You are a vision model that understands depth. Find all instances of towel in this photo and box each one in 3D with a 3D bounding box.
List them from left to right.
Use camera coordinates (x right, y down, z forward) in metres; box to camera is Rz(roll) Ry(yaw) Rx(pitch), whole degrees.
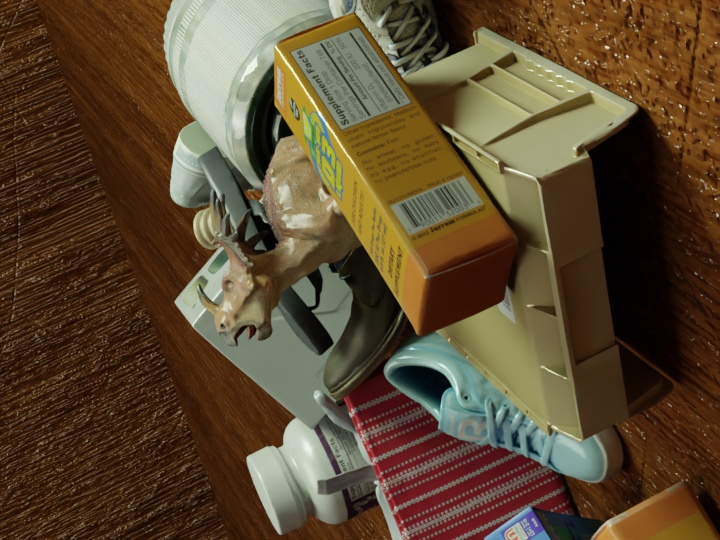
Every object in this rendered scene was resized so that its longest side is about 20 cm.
[{"bbox_3d":[0.082,0.154,1.135,0.022,0.144,0.202,178,69,-80],"label":"towel"}]

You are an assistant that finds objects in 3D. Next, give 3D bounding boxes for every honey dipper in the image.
[{"bbox_3d":[-0.064,-0.060,1.195,0.199,0.038,0.038,-17,99,36],"label":"honey dipper"}]

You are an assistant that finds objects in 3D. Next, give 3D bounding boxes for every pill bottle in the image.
[{"bbox_3d":[-0.006,0.180,1.355,0.113,0.198,0.113,61,167,25],"label":"pill bottle"}]

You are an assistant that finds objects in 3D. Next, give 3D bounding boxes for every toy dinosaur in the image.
[{"bbox_3d":[-0.040,-0.051,0.958,0.201,0.134,0.086,-76,-25,-45],"label":"toy dinosaur"}]

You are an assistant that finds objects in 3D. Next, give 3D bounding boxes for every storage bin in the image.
[{"bbox_3d":[0.107,-0.024,0.888,0.198,0.093,0.202,42,151,55],"label":"storage bin"}]

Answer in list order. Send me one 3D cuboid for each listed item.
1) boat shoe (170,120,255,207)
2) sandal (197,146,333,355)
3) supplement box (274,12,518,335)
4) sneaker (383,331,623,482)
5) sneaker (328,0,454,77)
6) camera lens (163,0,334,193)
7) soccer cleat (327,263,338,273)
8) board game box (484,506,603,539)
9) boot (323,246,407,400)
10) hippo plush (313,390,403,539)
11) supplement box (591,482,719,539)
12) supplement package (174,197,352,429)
[{"bbox_3d":[-0.108,-0.107,1.251,0.070,0.200,0.072,35,122,16],"label":"boat shoe"},{"bbox_3d":[-0.069,-0.024,1.068,0.201,0.043,0.076,59,178,28],"label":"sandal"},{"bbox_3d":[0.016,-0.062,0.840,0.201,0.068,0.067,60,161,30],"label":"supplement box"},{"bbox_3d":[0.101,0.112,1.044,0.199,0.082,0.074,29,135,33],"label":"sneaker"},{"bbox_3d":[0.040,-0.153,0.982,0.085,0.077,0.201,46,165,41],"label":"sneaker"},{"bbox_3d":[-0.060,-0.159,1.120,0.200,0.159,0.161,47,156,49],"label":"camera lens"},{"bbox_3d":[-0.008,-0.045,1.193,0.200,0.081,0.068,50,162,46],"label":"soccer cleat"},{"bbox_3d":[0.173,0.250,0.990,0.153,0.045,0.200,59,-166,24],"label":"board game box"},{"bbox_3d":[0.000,0.000,1.076,0.096,0.201,0.075,29,-168,-12],"label":"boot"},{"bbox_3d":[0.048,0.170,1.226,0.161,0.198,0.161,-160,68,-80],"label":"hippo plush"},{"bbox_3d":[0.230,0.245,0.893,0.201,0.066,0.069,61,164,21],"label":"supplement box"},{"bbox_3d":[-0.070,0.032,1.328,0.150,0.152,0.200,41,175,-12],"label":"supplement package"}]
